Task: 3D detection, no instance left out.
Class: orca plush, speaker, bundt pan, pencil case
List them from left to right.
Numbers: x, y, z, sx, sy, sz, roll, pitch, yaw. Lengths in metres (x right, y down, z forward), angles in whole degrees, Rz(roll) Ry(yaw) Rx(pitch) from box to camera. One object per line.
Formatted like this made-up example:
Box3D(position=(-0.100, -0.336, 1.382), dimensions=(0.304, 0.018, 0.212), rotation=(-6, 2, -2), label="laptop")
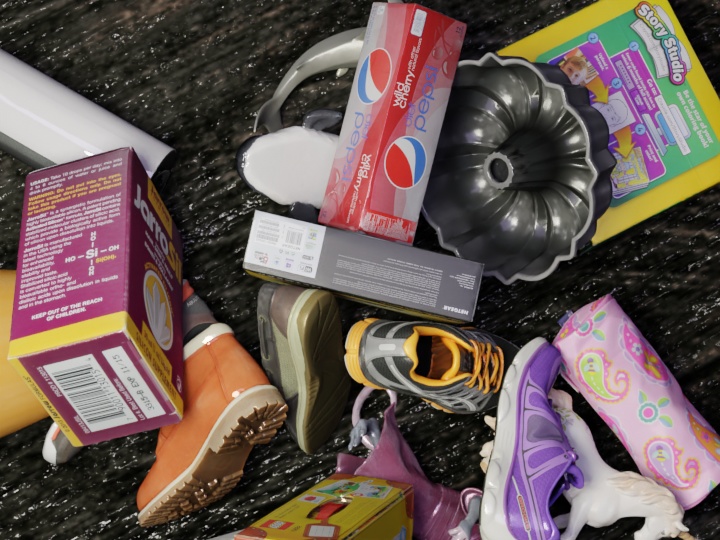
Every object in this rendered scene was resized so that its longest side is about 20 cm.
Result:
Box3D(position=(-0.267, -0.122, 1.253), dimensions=(0.198, 0.081, 0.082), rotation=(30, 82, 0), label="speaker")
Box3D(position=(-0.032, -0.104, 1.269), dimensions=(0.198, 0.071, 0.107), rotation=(-17, 114, -26), label="orca plush")
Box3D(position=(0.142, -0.095, 1.232), dimensions=(0.075, 0.201, 0.204), rotation=(-19, 82, -47), label="bundt pan")
Box3D(position=(0.249, 0.119, 1.248), dimensions=(0.087, 0.087, 0.201), rotation=(-38, 86, -7), label="pencil case")

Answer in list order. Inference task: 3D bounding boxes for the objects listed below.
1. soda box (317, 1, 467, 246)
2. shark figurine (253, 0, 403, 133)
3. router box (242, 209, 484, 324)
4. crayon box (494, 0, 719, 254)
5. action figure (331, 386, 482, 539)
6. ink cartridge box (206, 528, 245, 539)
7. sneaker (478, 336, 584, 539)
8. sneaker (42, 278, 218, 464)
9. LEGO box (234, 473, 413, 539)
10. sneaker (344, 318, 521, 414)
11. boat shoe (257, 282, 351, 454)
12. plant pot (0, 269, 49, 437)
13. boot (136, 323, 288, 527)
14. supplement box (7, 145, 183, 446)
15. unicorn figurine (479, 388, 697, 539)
Box3D(position=(0.027, -0.128, 1.213), dimensions=(0.063, 0.070, 0.203), rotation=(14, 91, -36), label="soda box")
Box3D(position=(-0.007, -0.195, 1.274), dimensions=(0.211, 0.090, 0.130), rotation=(-14, 82, -7), label="shark figurine")
Box3D(position=(0.000, 0.000, 1.211), dimensions=(0.197, 0.157, 0.053), rotation=(13, 87, -1), label="router box")
Box3D(position=(0.240, -0.145, 1.294), dimensions=(0.171, 0.058, 0.202), rotation=(-26, 85, -7), label="crayon box")
Box3D(position=(0.061, 0.217, 1.236), dimensions=(0.198, 0.135, 0.150), rotation=(25, 39, -12), label="action figure")
Box3D(position=(-0.107, 0.329, 1.169), dimensions=(0.083, 0.146, 0.203), rotation=(-15, 83, -3), label="ink cartridge box")
Box3D(position=(0.152, 0.151, 1.178), dimensions=(0.082, 0.081, 0.202), rotation=(8, 54, 8), label="sneaker")
Box3D(position=(-0.198, 0.103, 1.232), dimensions=(0.082, 0.077, 0.200), rotation=(41, 83, -4), label="sneaker")
Box3D(position=(-0.026, 0.256, 1.080), dimensions=(0.076, 0.200, 0.152), rotation=(4, 96, 20), label="LEGO box")
Box3D(position=(0.082, 0.084, 1.216), dimensions=(0.198, 0.077, 0.080), rotation=(8, 81, -37), label="sneaker")
Box3D(position=(-0.053, 0.080, 1.197), dimensions=(0.065, 0.202, 0.072), rotation=(27, 56, 22), label="boat shoe")
Box3D(position=(-0.358, 0.079, 1.177), dimensions=(0.181, 0.200, 0.203), rotation=(-10, 83, -20), label="plant pot")
Box3D(position=(-0.146, 0.137, 1.208), dimensions=(0.201, 0.075, 0.108), rotation=(-51, 61, 29), label="boot")
Box3D(position=(-0.212, 0.021, 1.148), dimensions=(0.102, 0.132, 0.202), rotation=(-14, 49, 9), label="supplement box")
Box3D(position=(0.193, 0.190, 1.214), dimensions=(0.136, 0.074, 0.202), rotation=(-31, 74, 9), label="unicorn figurine")
